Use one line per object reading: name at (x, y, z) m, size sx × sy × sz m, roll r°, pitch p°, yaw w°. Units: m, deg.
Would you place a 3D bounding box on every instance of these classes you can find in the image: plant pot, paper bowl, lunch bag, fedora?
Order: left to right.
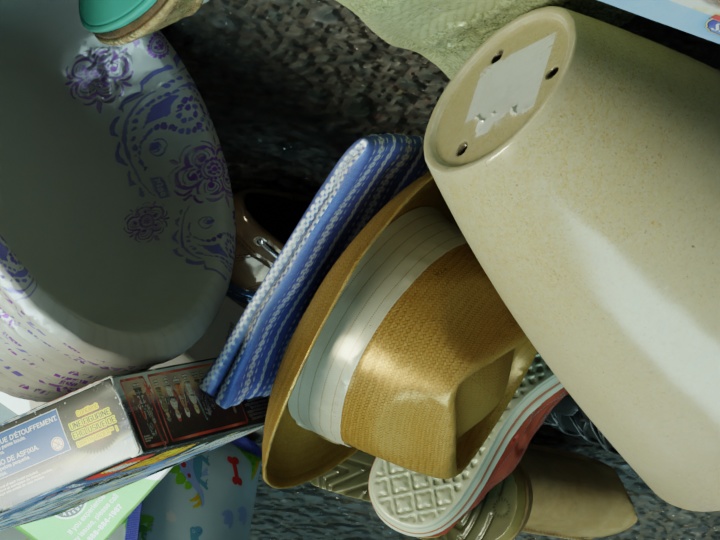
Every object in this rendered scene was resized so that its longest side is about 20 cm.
paper bowl at (-0.158, -0.037, 1.371) m, size 0.104 × 0.201 × 0.201 m, roll -22°, pitch 142°, yaw 32°
lunch bag at (-0.164, 0.154, 1.753) m, size 0.200 × 0.170 × 0.127 m, roll 28°, pitch 143°, yaw -33°
fedora at (0.033, 0.041, 1.425) m, size 0.082 × 0.201 × 0.201 m, roll 31°, pitch 156°, yaw 17°
plant pot at (0.130, -0.024, 1.356) m, size 0.200 × 0.188 × 0.187 m, roll 40°, pitch 137°, yaw -25°

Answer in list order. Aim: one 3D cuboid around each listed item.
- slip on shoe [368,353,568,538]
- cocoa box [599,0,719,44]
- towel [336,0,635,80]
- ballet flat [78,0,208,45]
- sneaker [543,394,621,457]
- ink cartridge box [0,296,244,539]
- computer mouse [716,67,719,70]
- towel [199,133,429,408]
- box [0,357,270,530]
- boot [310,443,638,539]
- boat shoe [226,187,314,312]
slip on shoe at (0.076, 0.056, 1.552) m, size 0.074 × 0.200 × 0.061 m, roll 34°, pitch 169°, yaw 15°
cocoa box at (0.157, -0.175, 1.162) m, size 0.199 × 0.132 × 0.133 m, roll 17°, pitch 148°, yaw -22°
towel at (0.074, -0.145, 1.324) m, size 0.148 × 0.037 × 0.200 m, roll 26°, pitch 144°, yaw -35°
ballet flat at (-0.063, -0.154, 1.301) m, size 0.065 × 0.071 × 0.200 m, roll 1°, pitch 158°, yaw -25°
sneaker at (0.127, 0.061, 1.632) m, size 0.200 × 0.091 × 0.076 m, roll -17°, pitch 147°, yaw 34°
ink cartridge box at (-0.176, 0.033, 1.519) m, size 0.200 × 0.084 × 0.146 m, roll 36°, pitch 116°, yaw -13°
computer mouse at (0.236, -0.091, 1.400) m, size 0.140 × 0.046 × 0.200 m, roll 12°, pitch 153°, yaw 4°
towel at (0.000, 0.000, 1.433) m, size 0.024 × 0.145 × 0.200 m, roll 34°, pitch -169°, yaw 15°
box at (-0.129, 0.083, 1.385) m, size 0.137 × 0.040 × 0.200 m, roll -23°, pitch 175°, yaw 16°
boot at (0.089, 0.122, 1.693) m, size 0.200 × 0.066 × 0.175 m, roll 15°, pitch -176°, yaw -44°
boat shoe at (0.012, 0.005, 1.565) m, size 0.199 × 0.072 × 0.072 m, roll 11°, pitch 143°, yaw -19°
